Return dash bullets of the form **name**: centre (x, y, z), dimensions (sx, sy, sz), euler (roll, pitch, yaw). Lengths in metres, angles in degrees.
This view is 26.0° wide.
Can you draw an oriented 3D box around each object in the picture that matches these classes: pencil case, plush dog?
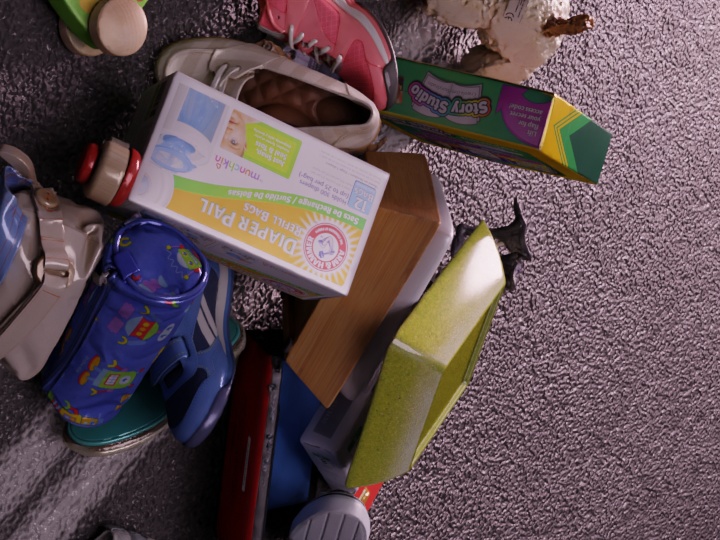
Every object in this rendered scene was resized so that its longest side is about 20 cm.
- **pencil case**: centre (-0.193, 0.044, 1.234), dimensions (0.086, 0.079, 0.200), euler (-3, 146, -36)
- **plush dog**: centre (0.159, -0.285, 1.539), dimensions (0.200, 0.159, 0.173), euler (54, 37, -41)

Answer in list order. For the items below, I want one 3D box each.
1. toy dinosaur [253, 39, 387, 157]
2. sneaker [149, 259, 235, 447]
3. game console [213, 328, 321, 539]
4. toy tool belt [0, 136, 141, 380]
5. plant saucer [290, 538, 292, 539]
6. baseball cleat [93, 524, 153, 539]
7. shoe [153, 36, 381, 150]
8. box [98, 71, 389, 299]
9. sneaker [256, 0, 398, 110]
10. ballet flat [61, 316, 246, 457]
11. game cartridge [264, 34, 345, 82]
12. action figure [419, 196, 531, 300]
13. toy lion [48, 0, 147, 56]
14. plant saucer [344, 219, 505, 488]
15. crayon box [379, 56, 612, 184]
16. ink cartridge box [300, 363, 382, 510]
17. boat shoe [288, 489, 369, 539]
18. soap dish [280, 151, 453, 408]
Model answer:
- **toy dinosaur**: centre (-0.034, -0.125, 1.383), dimensions (0.200, 0.060, 0.107), euler (42, 70, -43)
- **sneaker**: centre (-0.154, 0.056, 1.306), dimensions (0.082, 0.074, 0.202), euler (22, 43, -32)
- **game console**: centre (-0.065, 0.163, 1.447), dimensions (0.117, 0.172, 0.203), euler (4, 99, -19)
- **toy tool belt**: centre (-0.262, -0.026, 1.179), dimensions (0.122, 0.125, 0.201), euler (24, 108, -19)
- **plant saucer**: centre (-0.131, 0.323, 1.413), dimensions (0.200, 0.019, 0.070), euler (-46, 176, 1)
- **baseball cleat**: centre (-0.240, 0.321, 1.355), dimensions (0.106, 0.069, 0.202), euler (31, 70, -39)
- **shoe**: centre (-0.077, -0.151, 1.304), dimensions (0.198, 0.053, 0.071), euler (15, 93, -1)
- **box**: centre (-0.094, -0.063, 1.264), dimensions (0.198, 0.101, 0.114), euler (23, 78, -20)
- **sneaker**: centre (-0.045, -0.213, 1.351), dimensions (0.086, 0.074, 0.201), euler (-33, 86, -19)
- **ballet flat**: centre (-0.174, 0.112, 1.359), dimensions (0.199, 0.067, 0.063), euler (-35, 153, -31)
- **game cartridge**: centre (-0.058, -0.128, 1.425), dimensions (0.133, 0.041, 0.202), euler (18, 88, -50)
- **action figure**: centre (0.063, -0.014, 1.533), dimensions (0.198, 0.103, 0.119), euler (-11, 148, -4)
- **toy lion**: centre (-0.187, -0.297, 1.232), dimensions (0.200, 0.068, 0.193), euler (-45, 123, -27)
- **plant saucer**: centre (0.068, 0.086, 1.415), dimensions (0.200, 0.048, 0.201), euler (-49, 162, -45)
- **crayon box**: centre (0.112, -0.142, 1.445), dimensions (0.172, 0.198, 0.059), euler (18, 88, -63)
- **ink cartridge box**: centre (0.024, 0.152, 1.535), dimensions (0.162, 0.050, 0.201), euler (-59, 148, -22)
- **boat shoe**: centre (-0.032, 0.245, 1.490), dimensions (0.201, 0.071, 0.071), euler (115, -6, -57)
- **soap dish**: centre (0.000, 0.000, 1.385), dimensions (0.081, 0.158, 0.201), euler (25, 112, -15)
